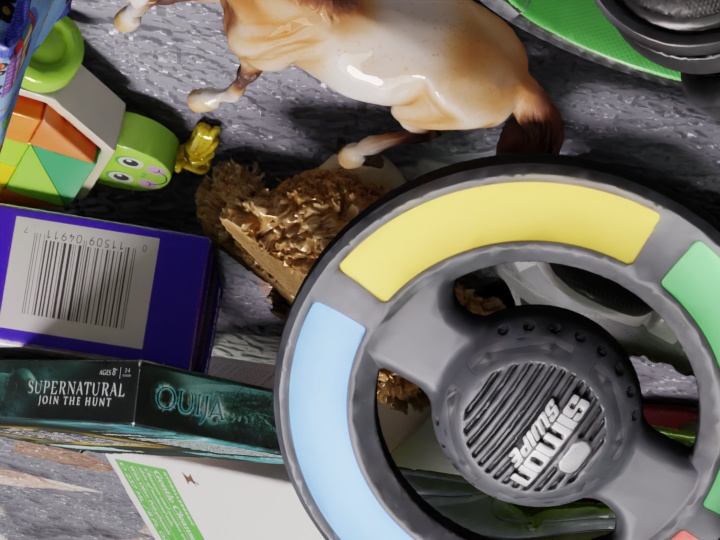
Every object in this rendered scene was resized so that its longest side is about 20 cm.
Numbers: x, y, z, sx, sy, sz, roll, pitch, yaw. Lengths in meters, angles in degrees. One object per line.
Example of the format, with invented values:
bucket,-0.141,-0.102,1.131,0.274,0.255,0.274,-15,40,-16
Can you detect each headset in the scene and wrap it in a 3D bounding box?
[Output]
headset,0.123,-0.095,0.708,0.199,0.095,0.123,15,170,40

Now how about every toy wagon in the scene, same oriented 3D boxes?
toy wagon,-0.155,-0.065,0.946,0.198,0.040,0.155,17,159,-14

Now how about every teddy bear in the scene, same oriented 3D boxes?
teddy bear,0.000,0.000,0.984,0.145,0.067,0.200,32,169,32

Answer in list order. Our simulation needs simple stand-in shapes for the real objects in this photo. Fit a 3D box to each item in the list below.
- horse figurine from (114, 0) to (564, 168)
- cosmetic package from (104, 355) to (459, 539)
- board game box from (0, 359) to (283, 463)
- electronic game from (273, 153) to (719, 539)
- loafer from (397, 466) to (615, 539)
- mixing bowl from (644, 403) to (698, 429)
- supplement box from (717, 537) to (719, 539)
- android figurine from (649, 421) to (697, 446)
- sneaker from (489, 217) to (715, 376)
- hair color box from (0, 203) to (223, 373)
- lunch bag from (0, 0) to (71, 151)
horse figurine,-0.002,-0.074,0.827,0.199,0.050,0.132,20,161,-21
cosmetic package,-0.023,0.112,1.134,0.199,0.085,0.108,4,129,51
board game box,-0.111,0.061,1.007,0.199,0.028,0.135,-1,169,44
electronic game,0.066,0.052,0.859,0.198,0.202,0.042,3,-156,6
loafer,0.083,0.135,1.021,0.198,0.073,0.073,10,173,-12
mixing bowl,0.164,0.137,1.208,0.198,0.109,0.200,10,161,4
supplement box,0.233,0.082,0.827,0.110,0.086,0.200,22,117,-44
android figurine,0.125,0.082,0.992,0.180,0.041,0.200,9,176,3
sneaker,0.142,0.020,0.985,0.199,0.076,0.115,28,162,-17
hair color box,-0.122,0.019,1.055,0.108,0.065,0.200,9,174,-1
lunch bag,-0.194,-0.124,0.766,0.199,0.095,0.151,24,161,-6
